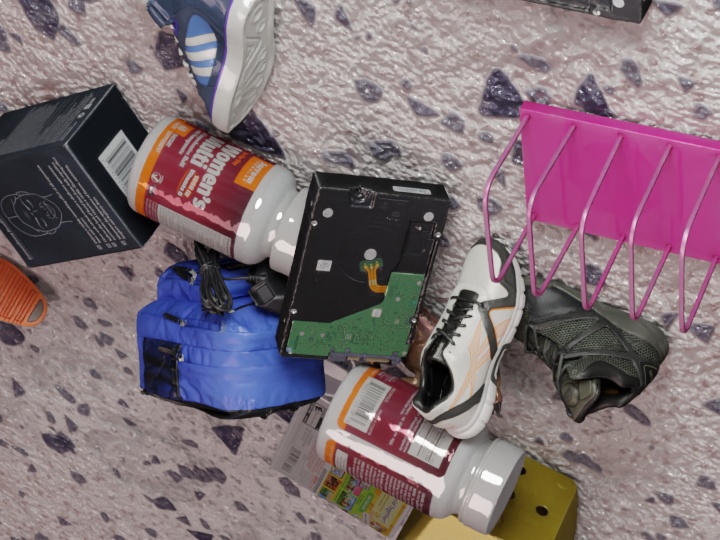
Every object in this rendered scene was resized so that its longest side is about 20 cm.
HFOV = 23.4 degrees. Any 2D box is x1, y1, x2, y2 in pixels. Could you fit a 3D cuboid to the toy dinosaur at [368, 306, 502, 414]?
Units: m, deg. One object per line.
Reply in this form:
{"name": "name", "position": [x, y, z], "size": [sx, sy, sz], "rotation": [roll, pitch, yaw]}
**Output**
{"name": "toy dinosaur", "position": [0.071, 0.079, 1.857], "size": [0.199, 0.086, 0.136], "rotation": [38, 143, 0]}

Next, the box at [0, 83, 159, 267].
{"name": "box", "position": [-0.320, -0.101, 1.918], "size": [0.199, 0.107, 0.149], "rotation": [-8, 128, 40]}

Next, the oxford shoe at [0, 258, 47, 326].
{"name": "oxford shoe", "position": [-0.479, 0.019, 2.211], "size": [0.199, 0.072, 0.073], "rotation": [28, 163, 14]}

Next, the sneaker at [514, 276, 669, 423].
{"name": "sneaker", "position": [0.198, 0.078, 1.740], "size": [0.198, 0.115, 0.077], "rotation": [23, 141, 17]}

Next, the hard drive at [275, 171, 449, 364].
{"name": "hard drive", "position": [0.000, 0.000, 1.749], "size": [0.138, 0.038, 0.202], "rotation": [4, 121, -15]}

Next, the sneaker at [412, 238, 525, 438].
{"name": "sneaker", "position": [0.106, 0.063, 1.729], "size": [0.073, 0.202, 0.080], "rotation": [5, 170, 44]}

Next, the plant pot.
{"name": "plant pot", "position": [0.143, 0.310, 1.980], "size": [0.198, 0.200, 0.177], "rotation": [26, 132, 9]}

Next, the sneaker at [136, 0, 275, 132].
{"name": "sneaker", "position": [-0.160, -0.239, 1.685], "size": [0.146, 0.081, 0.201], "rotation": [33, 147, 13]}

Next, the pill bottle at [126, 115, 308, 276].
{"name": "pill bottle", "position": [-0.135, -0.074, 1.812], "size": [0.198, 0.110, 0.110], "rotation": [25, 142, 10]}

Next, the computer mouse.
{"name": "computer mouse", "position": [-0.087, 0.002, 1.863], "size": [0.198, 0.141, 0.046], "rotation": [-3, 135, -19]}

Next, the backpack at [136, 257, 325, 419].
{"name": "backpack", "position": [-0.140, 0.077, 1.906], "size": [0.199, 0.161, 0.170], "rotation": [14, 112, 50]}

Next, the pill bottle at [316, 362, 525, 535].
{"name": "pill bottle", "position": [0.064, 0.187, 1.811], "size": [0.198, 0.114, 0.115], "rotation": [26, 143, 14]}

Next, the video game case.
{"name": "video game case", "position": [-0.009, 0.233, 2.133], "size": [0.181, 0.023, 0.201], "rotation": [30, 142, 4]}

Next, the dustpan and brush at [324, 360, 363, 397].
{"name": "dustpan and brush", "position": [-0.020, 0.112, 1.975], "size": [0.199, 0.057, 0.140], "rotation": [30, 143, 3]}

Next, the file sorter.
{"name": "file sorter", "position": [0.221, -0.043, 1.577], "size": [0.198, 0.126, 0.140], "rotation": [14, 140, 23]}

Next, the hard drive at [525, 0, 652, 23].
{"name": "hard drive", "position": [0.145, -0.287, 1.437], "size": [0.198, 0.038, 0.141], "rotation": [14, 139, 22]}
